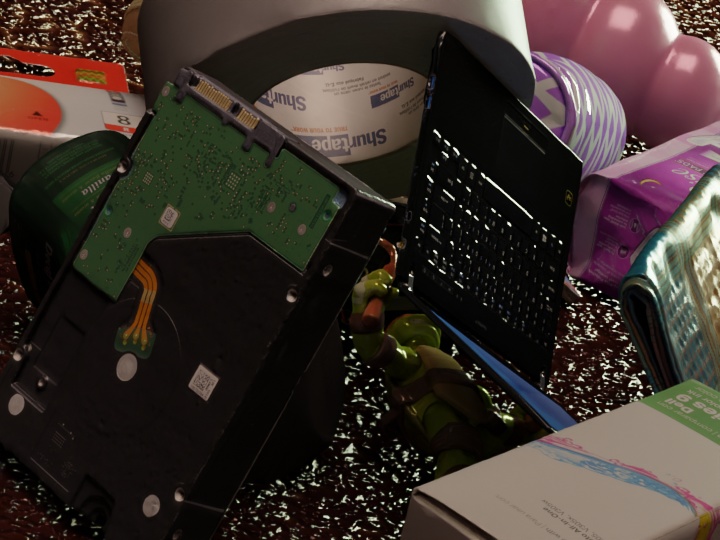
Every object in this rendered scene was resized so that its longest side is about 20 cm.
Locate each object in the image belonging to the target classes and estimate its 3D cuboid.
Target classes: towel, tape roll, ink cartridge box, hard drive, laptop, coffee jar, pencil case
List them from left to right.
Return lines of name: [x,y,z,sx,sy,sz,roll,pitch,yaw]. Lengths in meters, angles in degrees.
ink cartridge box: [-0.202,-0.108,1.582,0.161,0.050,0.200,7,30,-16]
coffee jar: [-0.091,0.018,1.323,0.085,0.105,0.200,-30,45,-25]
hard drive: [-0.083,0.022,1.222,0.139,0.201,0.038,35,10,37]
tape roll: [-0.013,-0.106,1.349,0.199,0.200,0.067,2,61,-22]
pencil case: [0.104,-0.088,1.569,0.085,0.085,0.200,18,2,14]
laptop: [0.100,0.008,1.288,0.103,0.202,0.177,1,-19,28]
ink cartridge box: [0.097,0.146,1.120,0.087,0.146,0.199,30,31,32]
towel: [0.194,0.037,1.409,0.022,0.148,0.200,-17,13,27]

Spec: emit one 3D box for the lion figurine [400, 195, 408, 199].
lion figurine: [-0.009,-0.067,1.562,0.121,0.073,0.201,-4,36,-3]

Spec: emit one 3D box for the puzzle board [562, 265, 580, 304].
puzzle board: [0.055,-0.074,1.583,0.151,0.017,0.200,42,10,-32]

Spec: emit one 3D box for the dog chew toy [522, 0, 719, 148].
dog chew toy: [0.156,-0.145,1.759,0.199,0.125,0.125,26,28,7]

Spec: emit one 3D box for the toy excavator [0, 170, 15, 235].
toy excavator: [-0.300,-0.030,1.336,0.100,0.200,0.195,37,-10,40]

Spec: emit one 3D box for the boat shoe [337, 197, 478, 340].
boat shoe: [0.000,-0.002,1.444,0.200,0.074,0.063,4,30,-15]

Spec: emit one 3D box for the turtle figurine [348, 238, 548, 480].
turtle figurine: [0.039,0.066,1.313,0.200,0.064,0.162,42,13,-42]

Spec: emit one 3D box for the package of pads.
package of pads: [0.223,-0.030,1.607,0.120,0.076,0.199,27,29,30]

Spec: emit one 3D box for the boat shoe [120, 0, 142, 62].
boat shoe: [-0.094,-0.111,1.529,0.071,0.065,0.200,36,-6,-32]
